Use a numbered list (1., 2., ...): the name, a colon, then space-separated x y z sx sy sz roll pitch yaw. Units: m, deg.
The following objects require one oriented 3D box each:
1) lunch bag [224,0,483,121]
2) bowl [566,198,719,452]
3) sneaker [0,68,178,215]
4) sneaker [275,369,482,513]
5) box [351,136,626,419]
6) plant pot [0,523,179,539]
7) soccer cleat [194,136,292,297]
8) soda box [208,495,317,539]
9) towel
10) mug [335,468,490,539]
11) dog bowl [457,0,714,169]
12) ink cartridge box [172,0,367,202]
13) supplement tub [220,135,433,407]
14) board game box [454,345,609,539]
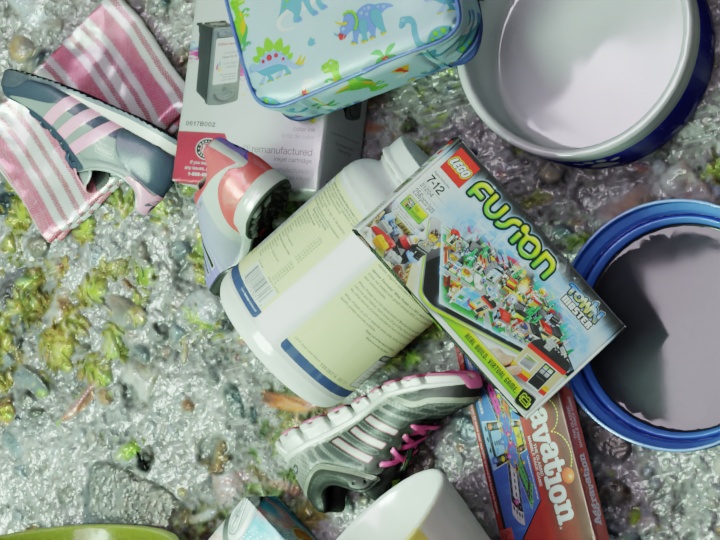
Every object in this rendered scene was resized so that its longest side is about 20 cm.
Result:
1. lunch bag: -0.007 -0.223 1.593 0.200 0.082 0.161 -21 77 20
2. bowl: 0.254 0.044 1.556 0.200 0.039 0.201 -3 83 25
3. sneaker: -0.252 -0.117 1.762 0.200 0.070 0.082 25 93 23
4. sneaker: 0.024 0.145 1.633 0.200 0.074 0.088 -26 74 26
5. box: 0.100 0.006 1.527 0.110 0.035 0.200 -43 97 -3
6. plant pot: -0.250 0.330 1.687 0.200 0.200 0.184 -1 95 24
7. soccer cleat: -0.110 -0.045 1.662 0.073 0.200 0.068 43 65 9
8. soda box: -0.041 0.281 1.652 0.200 0.064 0.068 45 103 21
9. towel: -0.256 -0.142 1.816 0.200 0.030 0.146 -43 70 14
10. mug: 0.048 0.276 1.552 0.153 0.149 0.187 47 73 -11
11. dog bowl: 0.183 -0.184 1.593 0.200 0.079 0.200 -3 83 25
12. ink cartridge box: -0.073 -0.163 1.704 0.148 0.086 0.200 5 87 25
13. supplement tub: 0.000 0.000 1.615 0.200 0.145 0.145 -41 70 10
14. board game box: 0.137 0.135 1.589 0.103 0.019 0.200 -26 73 45
